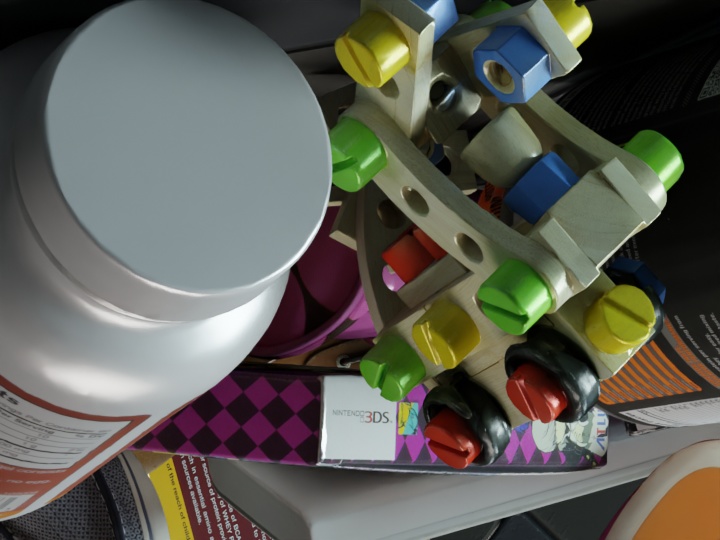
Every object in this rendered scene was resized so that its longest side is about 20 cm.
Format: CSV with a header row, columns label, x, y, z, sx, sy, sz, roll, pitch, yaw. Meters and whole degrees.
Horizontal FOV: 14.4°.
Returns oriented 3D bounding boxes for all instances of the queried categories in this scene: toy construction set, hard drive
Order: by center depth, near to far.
label,x,y,z,sx,sy,sz,roll,pitch,yaw
toy construction set,0.027,-0.016,0.844,0.092,0.131,0.200,-43,-177,-12
hard drive,0.050,0.072,1.185,0.199,0.026,0.132,-14,-165,-18

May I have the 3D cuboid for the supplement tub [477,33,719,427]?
label,x,y,z,sx,sy,sz,roll,pitch,yaw
supplement tub,0.125,-0.015,0.904,0.122,0.124,0.200,-2,175,-29

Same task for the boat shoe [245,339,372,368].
label,x,y,z,sx,sy,sz,roll,pitch,yaw
boat shoe,-0.002,0.043,1.332,0.199,0.068,0.072,-29,169,8

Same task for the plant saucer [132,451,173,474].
label,x,y,z,sx,sy,sz,roll,pitch,yaw
plant saucer,-0.130,0.056,1.288,0.199,0.036,0.201,-19,-152,10

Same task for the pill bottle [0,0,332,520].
label,x,y,z,sx,sy,sz,roll,pitch,yaw
pill bottle,-0.087,-0.003,0.829,0.111,0.113,0.200,-2,162,-28

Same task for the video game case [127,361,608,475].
label,x,y,z,sx,sy,sz,roll,pitch,yaw
video game case,-0.036,0.053,1.076,0.199,0.036,0.181,2,178,38

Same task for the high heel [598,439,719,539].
label,x,y,z,sx,sy,sz,roll,pitch,yaw
high heel,0.152,0.093,1.119,0.200,0.067,0.096,-35,171,-30

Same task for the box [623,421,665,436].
label,x,y,z,sx,sy,sz,roll,pitch,yaw
box,0.216,-0.001,1.159,0.197,0.050,0.200,-13,-170,21

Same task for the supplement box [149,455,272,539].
label,x,y,z,sx,sy,sz,roll,pitch,yaw
supplement box,-0.085,0.116,1.473,0.132,0.199,0.200,-9,-170,38

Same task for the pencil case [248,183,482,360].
label,x,y,z,sx,sy,sz,roll,pitch,yaw
pencil case,0.000,0.000,1.156,0.094,0.091,0.200,-43,160,15

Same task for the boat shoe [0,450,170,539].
label,x,y,z,sx,sy,sz,roll,pitch,yaw
boat shoe,-0.159,0.058,1.148,0.075,0.200,0.093,-44,161,7
